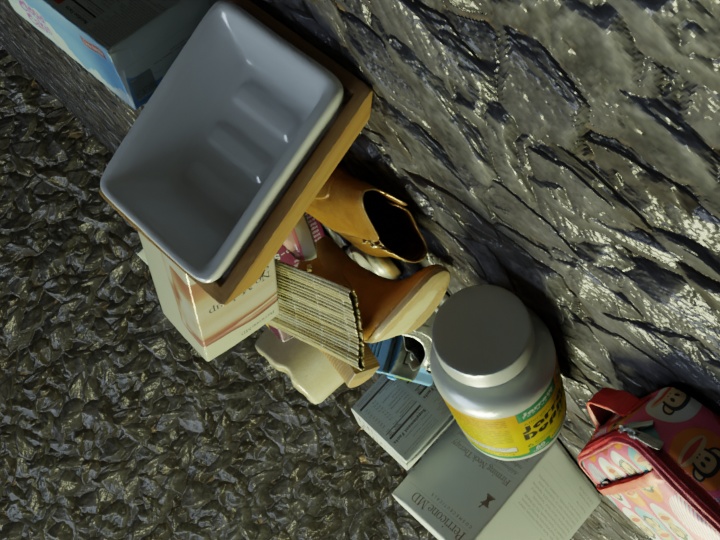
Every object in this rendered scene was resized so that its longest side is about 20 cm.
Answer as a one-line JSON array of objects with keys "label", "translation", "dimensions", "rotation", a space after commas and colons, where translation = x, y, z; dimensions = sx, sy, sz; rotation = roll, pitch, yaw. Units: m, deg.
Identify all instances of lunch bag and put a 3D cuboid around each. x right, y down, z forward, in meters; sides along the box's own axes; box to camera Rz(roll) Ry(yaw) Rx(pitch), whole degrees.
[{"label": "lunch bag", "translation": [0.253, 0.164, 0.688], "dimensions": [0.176, 0.082, 0.200], "rotation": [45, 170, 15]}]

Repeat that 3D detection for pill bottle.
[{"label": "pill bottle", "translation": [0.126, 0.094, 0.787], "dimensions": [0.113, 0.113, 0.200], "rotation": [37, 168, 31]}]

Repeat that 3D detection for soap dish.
[{"label": "soap dish", "translation": [-0.097, -0.096, 0.684], "dimensions": [0.157, 0.200, 0.081], "rotation": [39, -172, 22]}]

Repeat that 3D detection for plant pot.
[{"label": "plant pot", "translation": [-0.052, 0.092, 1.293], "dimensions": [0.200, 0.184, 0.201], "rotation": [42, 170, 9]}]

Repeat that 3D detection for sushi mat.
[{"label": "sushi mat", "translation": [-0.069, 0.035, 0.911], "dimensions": [0.200, 0.012, 0.096], "rotation": [20, 126, 43]}]

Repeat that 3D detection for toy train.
[{"label": "toy train", "translation": [0.048, 0.101, 1.093], "dimensions": [0.114, 0.087, 0.200], "rotation": [15, 174, 39]}]

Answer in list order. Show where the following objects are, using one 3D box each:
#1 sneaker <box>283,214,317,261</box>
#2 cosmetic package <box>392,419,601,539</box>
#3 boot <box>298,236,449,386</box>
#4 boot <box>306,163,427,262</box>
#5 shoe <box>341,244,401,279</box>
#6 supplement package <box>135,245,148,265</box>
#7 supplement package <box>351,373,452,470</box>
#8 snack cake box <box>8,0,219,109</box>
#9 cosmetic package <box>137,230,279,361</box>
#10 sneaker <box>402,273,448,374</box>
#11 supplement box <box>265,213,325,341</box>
[{"label": "sneaker", "translation": [-0.126, -0.086, 0.905], "dimensions": [0.201, 0.104, 0.075], "rotation": [63, 179, -2]}, {"label": "cosmetic package", "translation": [0.193, 0.318, 1.210], "dimensions": [0.166, 0.200, 0.167], "rotation": [50, 167, -34]}, {"label": "boot", "translation": [-0.002, 0.016, 0.910], "dimensions": [0.144, 0.071, 0.201], "rotation": [57, 133, 23]}, {"label": "boot", "translation": [-0.028, -0.083, 0.804], "dimensions": [0.201, 0.071, 0.144], "rotation": [39, 172, -24]}, {"label": "shoe", "translation": [0.000, 0.000, 1.073], "dimensions": [0.070, 0.053, 0.200], "rotation": [45, 170, -7]}, {"label": "supplement package", "translation": [-0.431, -0.073, 2.078], "dimensions": [0.117, 0.200, 0.117], "rotation": [46, 170, -15]}, {"label": "supplement package", "translation": [0.082, 0.200, 1.286], "dimensions": [0.111, 0.156, 0.200], "rotation": [42, 170, 13]}, {"label": "snack cake box", "translation": [-0.215, -0.236, 0.738], "dimensions": [0.200, 0.115, 0.067], "rotation": [39, 160, 28]}, {"label": "cosmetic package", "translation": [-0.146, -0.011, 0.840], "dimensions": [0.087, 0.103, 0.200], "rotation": [44, 156, 24]}, {"label": "sneaker", "translation": [0.089, 0.091, 1.011], "dimensions": [0.200, 0.082, 0.075], "rotation": [50, 168, -34]}, {"label": "supplement box", "translation": [-0.110, -0.038, 1.048], "dimensions": [0.131, 0.103, 0.201], "rotation": [37, 152, 51]}]
